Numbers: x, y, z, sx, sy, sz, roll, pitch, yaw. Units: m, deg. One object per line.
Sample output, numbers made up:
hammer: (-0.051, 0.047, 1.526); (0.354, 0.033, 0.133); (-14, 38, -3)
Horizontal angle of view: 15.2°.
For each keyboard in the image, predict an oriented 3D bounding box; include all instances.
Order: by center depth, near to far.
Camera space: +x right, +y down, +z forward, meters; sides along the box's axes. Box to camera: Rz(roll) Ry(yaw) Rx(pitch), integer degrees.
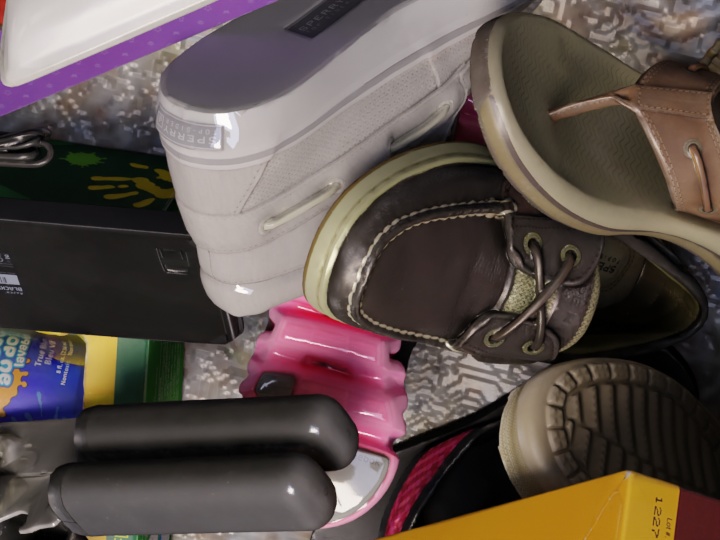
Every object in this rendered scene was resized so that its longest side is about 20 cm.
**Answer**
keyboard: (-0.147, -0.019, 1.002); (0.199, 0.021, 0.127); (4, 145, 9)

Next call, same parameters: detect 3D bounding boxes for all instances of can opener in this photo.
can opener: (-0.085, 0.085, 1.018); (0.200, 0.053, 0.067); (-4, 138, 32)

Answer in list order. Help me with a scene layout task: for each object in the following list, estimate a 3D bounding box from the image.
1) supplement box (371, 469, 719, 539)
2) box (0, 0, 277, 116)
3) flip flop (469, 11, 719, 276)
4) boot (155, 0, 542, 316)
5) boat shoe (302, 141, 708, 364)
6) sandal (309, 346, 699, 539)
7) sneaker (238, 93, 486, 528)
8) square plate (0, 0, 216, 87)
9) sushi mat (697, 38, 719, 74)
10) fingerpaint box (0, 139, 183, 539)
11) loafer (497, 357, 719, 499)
supplement box: (0.115, 0.174, 0.955); (0.200, 0.133, 0.197); (19, 159, -23)
box: (-0.063, -0.144, 0.972); (0.200, 0.137, 0.039); (-21, 133, 19)
flip flop: (0.122, -0.041, 0.967); (0.200, 0.081, 0.058); (27, 138, -25)
boot: (0.007, -0.064, 0.982); (0.073, 0.200, 0.096); (27, 138, 38)
boat shoe: (0.061, -0.001, 0.975); (0.065, 0.200, 0.073); (34, 113, 33)
sandal: (0.050, 0.094, 1.098); (0.200, 0.045, 0.075); (-38, 101, 23)
sneaker: (0.000, 0.000, 1.054); (0.079, 0.095, 0.201); (19, 90, 4)
square plate: (-0.044, -0.174, 0.930); (0.200, 0.198, 0.028); (-21, 137, 19)
sushi mat: (0.206, -0.016, 1.037); (0.200, 0.012, 0.096); (35, 116, -4)
fingerpaint box: (-0.160, 0.047, 1.107); (0.166, 0.073, 0.201); (9, 114, 8)
loafer: (0.113, 0.090, 1.028); (0.068, 0.076, 0.200); (-18, 148, 38)
